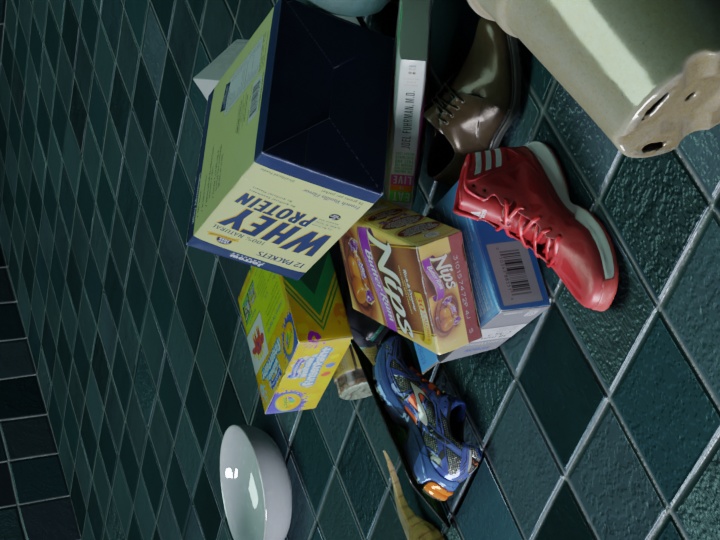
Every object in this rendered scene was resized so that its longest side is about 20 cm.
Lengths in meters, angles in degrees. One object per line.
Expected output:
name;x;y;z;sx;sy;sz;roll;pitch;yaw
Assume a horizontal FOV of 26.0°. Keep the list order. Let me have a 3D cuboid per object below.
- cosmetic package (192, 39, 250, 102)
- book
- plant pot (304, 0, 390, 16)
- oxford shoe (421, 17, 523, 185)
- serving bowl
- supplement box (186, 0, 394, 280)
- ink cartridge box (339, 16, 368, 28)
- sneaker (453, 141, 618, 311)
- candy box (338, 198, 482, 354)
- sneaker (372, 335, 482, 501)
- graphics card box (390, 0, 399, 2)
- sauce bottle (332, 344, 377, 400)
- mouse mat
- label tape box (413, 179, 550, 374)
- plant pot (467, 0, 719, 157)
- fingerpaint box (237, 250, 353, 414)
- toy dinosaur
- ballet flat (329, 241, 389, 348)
cosmetic package;-0.108;-0.228;1.842;0.200;0.083;0.051;14;145;53
book;0.051;-0.177;1.624;0.134;0.048;0.201;-85;0;-46
plant pot;-0.004;-0.378;1.580;0.196;0.199;0.201;-63;40;42
oxford shoe;0.109;-0.167;1.548;0.073;0.084;0.201;-122;35;-49
serving bowl;-0.146;0.322;2.299;0.200;0.066;0.201;173;90;-68
supplement box;-0.073;-0.133;1.621;0.200;0.134;0.201;-43;35;52
ink cartridge box;-0.014;-0.268;1.767;0.200;0.044;0.094;62;-172;24
sneaker;0.150;-0.036;1.441;0.200;0.115;0.079;-118;31;-41
candy box;0.044;0.001;1.588;0.200;0.056;0.117;24;130;61
sneaker;0.078;0.154;1.721;0.075;0.078;0.201;35;-153;-57
graphics card box;0.025;-0.408;1.725;0.125;0.051;0.201;-136;45;-57
sauce bottle;-0.021;0.059;1.940;0.065;0.064;0.201;125;136;-58
mouse mat;0.046;0.185;1.772;0.161;0.008;0.201;55;-170;-55
label tape box;0.109;0.007;1.614;0.200;0.063;0.145;133;126;-61
plant pot;0.209;-0.196;1.198;0.184;0.200;0.201;60;149;22
fingerpaint box;-0.082;0.057;1.904;0.200;0.073;0.167;116;143;-56
toy dinosaur;0.070;0.315;1.824;0.107;0.060;0.200;-61;40;16
ballet flat;0.000;0.000;1.884;0.073;0.073;0.201;112;150;-48
